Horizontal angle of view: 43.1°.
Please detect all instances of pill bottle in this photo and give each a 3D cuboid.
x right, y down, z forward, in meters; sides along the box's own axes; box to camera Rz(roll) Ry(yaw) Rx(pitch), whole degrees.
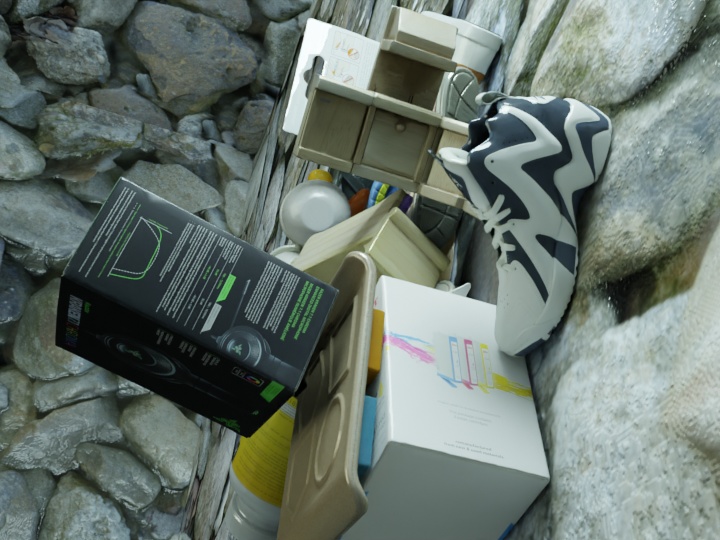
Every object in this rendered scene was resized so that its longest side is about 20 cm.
[{"bbox_3d":[-0.068,0.183,0.933,0.112,0.111,0.201,-111,42,-68],"label":"pill bottle"}]

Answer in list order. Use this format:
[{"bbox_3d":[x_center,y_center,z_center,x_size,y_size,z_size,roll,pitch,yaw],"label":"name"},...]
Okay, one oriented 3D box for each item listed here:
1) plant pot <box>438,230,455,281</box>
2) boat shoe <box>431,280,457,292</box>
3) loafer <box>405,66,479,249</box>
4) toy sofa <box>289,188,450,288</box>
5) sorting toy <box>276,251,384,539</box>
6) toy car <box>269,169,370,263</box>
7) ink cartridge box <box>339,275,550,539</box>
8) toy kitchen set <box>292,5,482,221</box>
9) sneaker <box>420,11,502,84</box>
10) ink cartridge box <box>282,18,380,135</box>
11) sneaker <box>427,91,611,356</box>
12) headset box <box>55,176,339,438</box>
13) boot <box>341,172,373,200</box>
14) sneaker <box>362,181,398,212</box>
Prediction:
[{"bbox_3d":[0.056,0.017,1.047,0.200,0.027,0.202,-164,90,-78],"label":"plant pot"},{"bbox_3d":[0.054,0.074,0.940,0.200,0.057,0.067,-42,20,46],"label":"boat shoe"},{"bbox_3d":[0.077,-0.116,0.974,0.063,0.072,0.202,6,81,50],"label":"loafer"},{"bbox_3d":[0.000,0.000,0.957,0.199,0.083,0.098,-24,27,50],"label":"toy sofa"},{"bbox_3d":[-0.022,0.114,0.706,0.185,0.036,0.201,121,155,-52],"label":"sorting toy"},{"bbox_3d":[-0.041,-0.017,1.145,0.175,0.149,0.202,-149,77,-82],"label":"toy car"},{"bbox_3d":[0.054,0.111,0.733,0.201,0.124,0.129,-92,21,-50],"label":"ink cartridge box"},{"bbox_3d":[0.064,-0.147,0.818,0.180,0.198,0.164,-128,54,-74],"label":"toy kitchen set"},{"bbox_3d":[0.099,-0.252,1.070,0.200,0.072,0.085,-118,47,-69],"label":"sneaker"},{"bbox_3d":[0.011,-0.194,1.093,0.050,0.198,0.163,134,149,-64],"label":"ink cartridge box"},{"bbox_3d":[0.102,-0.043,0.695,0.079,0.129,0.201,-130,57,-75],"label":"sneaker"},{"bbox_3d":[-0.130,0.043,0.731,0.093,0.199,0.174,-67,10,-27],"label":"headset box"},{"bbox_3d":[-0.006,-0.051,1.290,0.198,0.073,0.164,-119,46,-66],"label":"boot"},{"bbox_3d":[0.024,-0.026,1.058,0.083,0.070,0.201,-53,-18,-71],"label":"sneaker"}]
